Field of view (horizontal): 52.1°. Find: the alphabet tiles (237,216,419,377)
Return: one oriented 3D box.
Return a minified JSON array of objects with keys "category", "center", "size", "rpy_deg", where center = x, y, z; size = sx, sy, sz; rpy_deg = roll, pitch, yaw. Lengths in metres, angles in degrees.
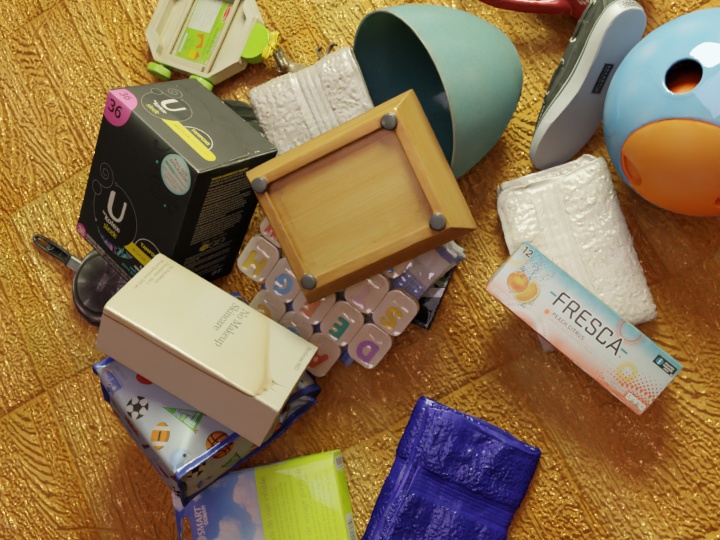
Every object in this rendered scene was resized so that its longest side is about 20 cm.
[{"category":"alphabet tiles","center":[-0.038,0.015,0.823],"size":[0.200,0.015,0.196],"rpy_deg":[38,107,3]}]

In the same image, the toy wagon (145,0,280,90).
[{"category":"toy wagon","center":[-0.187,-0.307,0.960],"size":[0.200,0.040,0.155],"rpy_deg":[22,87,20]}]

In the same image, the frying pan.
[{"category":"frying pan","center":[-0.350,-0.010,0.968],"size":[0.115,0.031,0.190],"rpy_deg":[-39,77,4]}]

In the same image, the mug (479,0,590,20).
[{"category":"mug","center":[0.222,-0.369,0.847],"size":[0.200,0.133,0.178],"rpy_deg":[50,129,11]}]

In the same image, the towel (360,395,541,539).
[{"category":"towel","center":[0.093,0.254,0.793],"size":[0.148,0.050,0.200],"rpy_deg":[23,87,6]}]

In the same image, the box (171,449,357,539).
[{"category":"box","center":[-0.110,0.286,0.849],"size":[0.200,0.048,0.122],"rpy_deg":[-13,78,11]}]

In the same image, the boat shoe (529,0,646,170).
[{"category":"boat shoe","center":[0.238,-0.204,0.805],"size":[0.200,0.069,0.057],"rpy_deg":[-66,35,34]}]

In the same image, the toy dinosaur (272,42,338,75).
[{"category":"toy dinosaur","center":[-0.040,-0.212,0.917],"size":[0.101,0.058,0.200],"rpy_deg":[-36,66,21]}]

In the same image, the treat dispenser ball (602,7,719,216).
[{"category":"treat dispenser ball","center":[0.344,-0.153,0.727],"size":[0.201,0.201,0.201],"rpy_deg":[-2,81,14]}]

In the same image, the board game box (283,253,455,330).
[{"category":"board game box","center":[0.010,-0.014,0.880],"size":[0.200,0.023,0.105],"rpy_deg":[23,89,16]}]

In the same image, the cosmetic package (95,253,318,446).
[{"category":"cosmetic package","center":[-0.158,0.080,0.766],"size":[0.200,0.104,0.073],"rpy_deg":[29,131,1]}]

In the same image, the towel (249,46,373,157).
[{"category":"towel","center":[-0.035,-0.134,0.840],"size":[0.132,0.034,0.200],"rpy_deg":[-20,99,11]}]

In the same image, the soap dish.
[{"category":"soap dish","center":[-0.005,-0.070,0.753],"size":[0.200,0.081,0.157],"rpy_deg":[-24,94,14]}]

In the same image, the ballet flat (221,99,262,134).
[{"category":"ballet flat","center":[-0.186,-0.185,0.951],"size":[0.200,0.057,0.066],"rpy_deg":[14,57,11]}]

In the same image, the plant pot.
[{"category":"plant pot","center":[0.098,-0.205,0.818],"size":[0.135,0.200,0.200],"rpy_deg":[-25,74,-20]}]

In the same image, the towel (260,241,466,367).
[{"category":"towel","center":[0.000,0.000,0.833],"size":[0.147,0.024,0.200],"rpy_deg":[43,106,-4]}]

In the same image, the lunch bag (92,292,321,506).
[{"category":"lunch bag","center":[-0.168,0.136,0.845],"size":[0.200,0.124,0.170],"rpy_deg":[-35,70,-27]}]

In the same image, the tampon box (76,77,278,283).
[{"category":"tampon box","center":[-0.215,-0.091,0.848],"size":[0.150,0.126,0.200],"rpy_deg":[41,127,17]}]

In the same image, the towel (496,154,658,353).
[{"category":"towel","center":[0.235,-0.022,0.820],"size":[0.132,0.034,0.200],"rpy_deg":[-18,78,11]}]

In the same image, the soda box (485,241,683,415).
[{"category":"soda box","center":[0.226,0.056,0.764],"size":[0.200,0.064,0.068],"rpy_deg":[40,96,8]}]
